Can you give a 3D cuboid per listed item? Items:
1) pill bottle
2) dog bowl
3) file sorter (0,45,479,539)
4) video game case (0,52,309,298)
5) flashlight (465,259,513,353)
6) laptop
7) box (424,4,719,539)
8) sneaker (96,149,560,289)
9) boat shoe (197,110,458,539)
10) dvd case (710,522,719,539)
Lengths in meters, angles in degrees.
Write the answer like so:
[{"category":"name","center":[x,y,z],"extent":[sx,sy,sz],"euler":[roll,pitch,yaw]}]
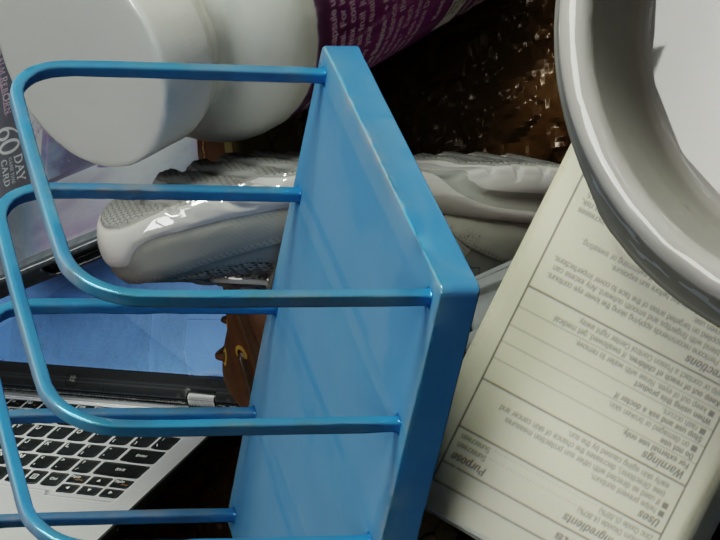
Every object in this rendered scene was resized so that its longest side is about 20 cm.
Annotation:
[{"category":"pill bottle","center":[-0.036,-0.115,0.964],"extent":[0.112,0.200,0.113],"euler":[22,129,31]},{"category":"dog bowl","center":[0.147,-0.070,0.757],"extent":[0.199,0.059,0.202],"euler":[0,91,15]},{"category":"file sorter","center":[-0.056,0.048,0.836],"extent":[0.139,0.122,0.201],"euler":[-115,32,-51]},{"category":"video game case","center":[-0.101,-0.079,1.096],"extent":[0.199,0.019,0.144],"euler":[-21,65,20]},{"category":"flashlight","center":[0.135,-0.001,0.904],"extent":[0.199,0.068,0.068],"euler":[-23,39,16]},{"category":"laptop","center":[-0.151,0.022,1.098],"extent":[0.186,0.200,0.117],"euler":[2,119,36]},{"category":"box","center":[0.101,0.004,0.840],"extent":[0.095,0.078,0.201],"euler":[29,94,14]},{"category":"sneaker","center":[0.000,0.000,0.947],"extent":[0.075,0.199,0.083],"euler":[13,102,61]},{"category":"boat shoe","center":[-0.027,0.029,1.016],"extent":[0.067,0.072,0.201],"euler":[-18,90,38]},{"category":"dvd case","center":[0.157,0.081,0.883],"extent":[0.199,0.025,0.151],"euler":[2,55,36]}]
